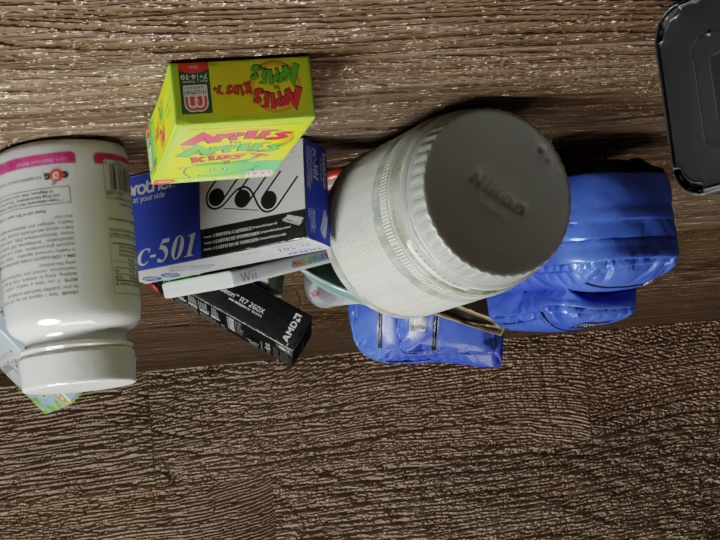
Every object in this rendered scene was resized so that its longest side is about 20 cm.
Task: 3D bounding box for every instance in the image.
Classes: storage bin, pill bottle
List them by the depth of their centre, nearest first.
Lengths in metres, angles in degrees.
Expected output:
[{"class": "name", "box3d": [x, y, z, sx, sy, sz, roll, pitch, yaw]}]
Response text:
[{"class": "storage bin", "box3d": [0.305, -0.132, 1.118, 0.094, 0.135, 0.200, -1, 171, -38]}, {"class": "pill bottle", "box3d": [-0.243, -0.001, 1.398, 0.113, 0.200, 0.113, -6, 172, -1]}]

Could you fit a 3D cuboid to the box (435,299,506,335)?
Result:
[{"class": "box", "box3d": [0.103, 0.009, 1.832, 0.163, 0.021, 0.200, 18, -160, 13]}]

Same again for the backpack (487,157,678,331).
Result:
[{"class": "backpack", "box3d": [0.219, -0.028, 1.672, 0.162, 0.168, 0.200, -8, 176, -40]}]

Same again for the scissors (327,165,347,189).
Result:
[{"class": "scissors", "box3d": [-0.079, -0.068, 1.636, 0.200, 0.014, 0.073, -19, 174, 19]}]

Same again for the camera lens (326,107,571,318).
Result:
[{"class": "camera lens", "box3d": [0.070, -0.047, 1.464, 0.160, 0.160, 0.200, -3, 172, -26]}]

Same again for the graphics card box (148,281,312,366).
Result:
[{"class": "graphics card box", "box3d": [-0.151, 0.035, 1.919, 0.200, 0.051, 0.125, 30, 168, 5]}]

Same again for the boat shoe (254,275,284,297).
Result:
[{"class": "boat shoe", "box3d": [-0.128, -0.008, 1.936, 0.071, 0.070, 0.201, 3, 168, 3]}]

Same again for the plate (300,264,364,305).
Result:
[{"class": "plate", "box3d": [0.000, 0.000, 1.847, 0.200, 0.026, 0.200, 17, -160, -6]}]

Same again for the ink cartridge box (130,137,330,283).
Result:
[{"class": "ink cartridge box", "box3d": [-0.124, -0.052, 1.509, 0.200, 0.094, 0.044, -10, 164, 28]}]

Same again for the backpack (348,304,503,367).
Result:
[{"class": "backpack", "box3d": [0.083, 0.039, 2.119, 0.200, 0.163, 0.168, 3, -178, 6]}]

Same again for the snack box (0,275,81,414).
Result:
[{"class": "snack box", "box3d": [-0.388, 0.067, 1.857, 0.053, 0.200, 0.142, -46, -171, -21]}]

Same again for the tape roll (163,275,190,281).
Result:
[{"class": "tape roll", "box3d": [-0.108, -0.034, 1.698, 0.200, 0.048, 0.200, -13, -178, 1]}]

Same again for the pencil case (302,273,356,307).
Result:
[{"class": "pencil case", "box3d": [0.030, 0.003, 2.010, 0.200, 0.083, 0.091, 0, 139, 27]}]

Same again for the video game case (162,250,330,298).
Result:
[{"class": "video game case", "box3d": [-0.079, -0.006, 1.677, 0.200, 0.018, 0.143, -15, -177, -34]}]

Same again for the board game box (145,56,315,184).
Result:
[{"class": "board game box", "box3d": [-0.103, -0.111, 1.274, 0.101, 0.048, 0.200, -4, 172, -13]}]
